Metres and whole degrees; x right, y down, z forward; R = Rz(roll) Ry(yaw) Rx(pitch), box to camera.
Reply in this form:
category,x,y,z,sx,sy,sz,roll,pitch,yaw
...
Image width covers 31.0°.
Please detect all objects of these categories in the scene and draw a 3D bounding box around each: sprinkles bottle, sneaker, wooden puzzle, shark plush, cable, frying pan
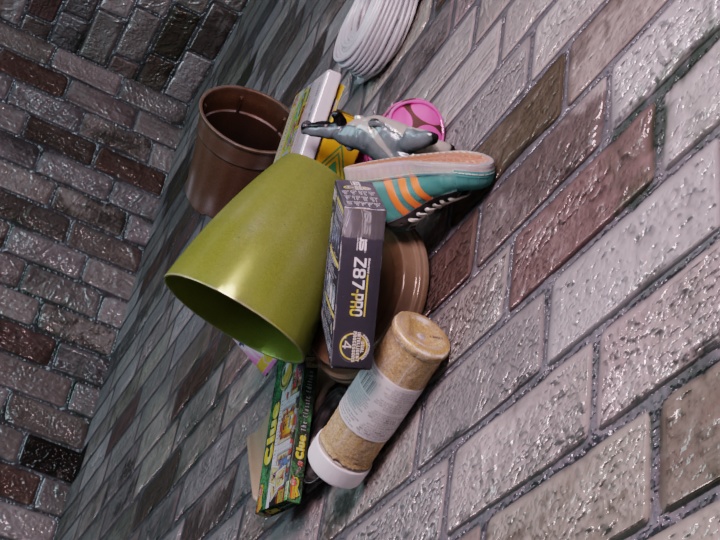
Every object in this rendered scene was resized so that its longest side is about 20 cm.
category,x,y,z,sx,sy,sz,roll,pitch,yaw
sprinkles bottle,0.017,0.136,1.342,0.201,0.068,0.069,-58,18,29
sneaker,0.069,-0.085,1.429,0.199,0.071,0.081,0,104,43
wooden puzzle,-0.081,0.182,1.674,0.201,0.037,0.185,-59,17,13
shark plush,0.018,-0.137,1.504,0.091,0.198,0.084,1,-70,-83
cable,0.029,-0.398,2.024,0.202,0.069,0.200,-69,16,-5
frying pan,-0.018,0.165,1.483,0.191,0.031,0.115,-55,22,28

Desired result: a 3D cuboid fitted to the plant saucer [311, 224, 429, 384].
category,x,y,z,sx,sy,sz,roll,pitch,yaw
plant saucer,0.001,0.031,1.491,0.199,0.029,0.202,-29,50,41

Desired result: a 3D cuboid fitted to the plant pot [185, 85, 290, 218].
category,x,y,z,sx,sy,sz,roll,pitch,yaw
plant pot,-0.234,-0.208,2.433,0.201,0.198,0.199,-88,19,-51

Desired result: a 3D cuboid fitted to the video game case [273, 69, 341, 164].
category,x,y,z,sx,sy,sz,roll,pitch,yaw
video game case,-0.085,-0.147,1.672,0.182,0.023,0.202,170,118,-74

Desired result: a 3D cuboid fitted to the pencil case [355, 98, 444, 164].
category,x,y,z,sx,sy,sz,roll,pitch,yaw
pencil case,0.032,-0.143,1.654,0.200,0.090,0.095,144,118,-65

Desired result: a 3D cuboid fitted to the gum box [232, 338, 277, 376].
category,x,y,z,sx,sy,sz,roll,pitch,yaw
gum box,-0.117,0.049,1.771,0.066,0.114,0.200,-34,-12,-37

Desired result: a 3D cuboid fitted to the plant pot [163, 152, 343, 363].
category,x,y,z,sx,sy,sz,roll,pitch,yaw
plant pot,-0.097,-0.027,1.498,0.201,0.186,0.187,-60,14,-17

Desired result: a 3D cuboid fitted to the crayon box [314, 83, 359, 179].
category,x,y,z,sx,sy,sz,roll,pitch,yaw
crayon box,-0.046,-0.138,1.661,0.126,0.051,0.202,-130,61,-74

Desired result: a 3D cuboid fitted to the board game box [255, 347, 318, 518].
category,x,y,z,sx,sy,sz,roll,pitch,yaw
board game box,-0.087,0.189,1.563,0.105,0.023,0.202,138,143,-59

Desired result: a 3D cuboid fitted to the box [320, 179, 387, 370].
category,x,y,z,sx,sy,sz,roll,pitch,yaw
box,-0.010,-0.001,1.348,0.200,0.048,0.163,-110,24,-78
